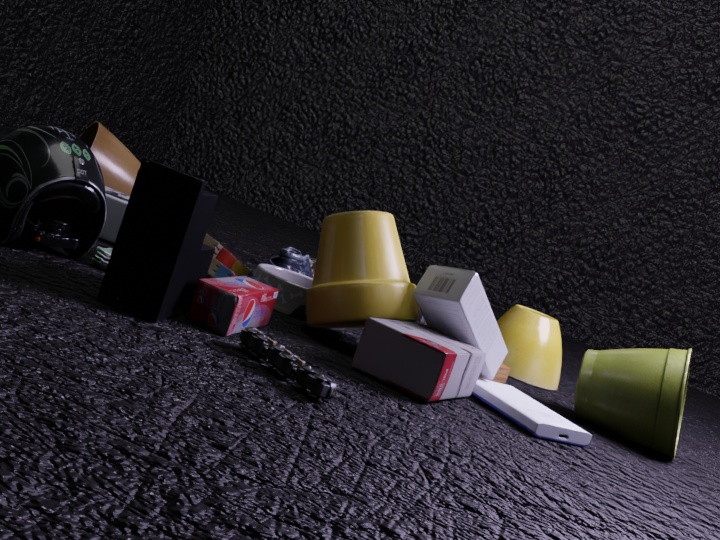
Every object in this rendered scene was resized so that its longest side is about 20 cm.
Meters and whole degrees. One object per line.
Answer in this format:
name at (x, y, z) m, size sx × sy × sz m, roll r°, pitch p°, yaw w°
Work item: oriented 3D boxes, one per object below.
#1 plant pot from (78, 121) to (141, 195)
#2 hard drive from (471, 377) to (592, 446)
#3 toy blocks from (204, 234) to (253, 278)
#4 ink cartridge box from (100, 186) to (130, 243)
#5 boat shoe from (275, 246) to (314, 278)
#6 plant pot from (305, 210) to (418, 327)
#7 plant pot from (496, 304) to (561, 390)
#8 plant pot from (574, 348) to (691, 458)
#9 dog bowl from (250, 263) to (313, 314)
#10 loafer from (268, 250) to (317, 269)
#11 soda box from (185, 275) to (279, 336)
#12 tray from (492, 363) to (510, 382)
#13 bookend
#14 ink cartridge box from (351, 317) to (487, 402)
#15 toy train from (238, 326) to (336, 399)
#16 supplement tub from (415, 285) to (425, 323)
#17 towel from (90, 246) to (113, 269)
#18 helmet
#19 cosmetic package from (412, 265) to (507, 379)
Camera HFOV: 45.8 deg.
plant pot at (-0.580, -0.214, 1.995) m, size 0.199 × 0.188 × 0.186 m, roll 33°, pitch -2°, yaw -30°
hard drive at (0.273, 0.234, 1.429) m, size 0.130 × 0.026 × 0.199 m, roll 17°, pitch 6°, yaw -33°
toy blocks at (-0.249, -0.010, 1.478) m, size 0.136 × 0.101 × 0.200 m, roll 34°, pitch -10°, yaw 10°
ink cartridge box at (-0.475, -0.105, 1.665) m, size 0.197 × 0.085 × 0.145 m, roll 21°, pitch 6°, yaw 8°
boat shoe at (-0.126, 0.005, 1.853) m, size 0.070 × 0.092 × 0.200 m, roll 22°, pitch 5°, yaw 22°
plant pot at (0.000, 0.000, 1.501) m, size 0.197 × 0.193 × 0.201 m, roll -2°, pitch -6°, yaw 0°
plant pot at (0.369, 0.160, 1.901) m, size 0.197 × 0.144 × 0.200 m, roll 20°, pitch 6°, yaw -2°
plant pot at (0.509, 0.231, 1.606) m, size 0.190 × 0.204 × 0.200 m, roll 9°, pitch 0°, yaw 24°
dog bowl at (-0.126, 0.044, 1.648) m, size 0.197 × 0.060 × 0.200 m, roll 20°, pitch 5°, yaw -2°
loafer at (-0.130, -0.001, 2.058) m, size 0.198 × 0.069 × 0.070 m, roll 17°, pitch 12°, yaw 18°
soda box at (-0.191, 0.050, 1.302) m, size 0.069 × 0.064 × 0.200 m, roll 21°, pitch 5°, yaw 10°
tray at (0.207, 0.181, 1.654) m, size 0.098 × 0.038 × 0.199 m, roll 24°, pitch 7°, yaw 33°
bookend at (-0.269, -0.045, 1.222) m, size 0.091 × 0.203 × 0.199 m, roll 20°, pitch 6°, yaw 4°
ink cartridge box at (0.098, 0.142, 1.366) m, size 0.145 × 0.084 × 0.199 m, roll 22°, pitch 5°, yaw 27°
toy train at (-0.098, 0.120, 1.120) m, size 0.045 × 0.035 × 0.199 m, roll 20°, pitch 5°, yaw -45°
supplement tub at (0.097, 0.080, 1.866) m, size 0.197 × 0.109 × 0.107 m, roll 21°, pitch 5°, yaw 0°
towel at (-0.327, 0.006, 1.406) m, size 0.197 × 0.031 × 0.149 m, roll 21°, pitch 6°, yaw 4°
helmet at (-0.495, -0.125, 1.319) m, size 0.199 × 0.201 × 0.191 m, roll 14°, pitch 25°, yaw -49°
cosmetic package at (0.175, 0.091, 1.475) m, size 0.101 × 0.074 × 0.201 m, roll 11°, pitch -38°, yaw 38°
